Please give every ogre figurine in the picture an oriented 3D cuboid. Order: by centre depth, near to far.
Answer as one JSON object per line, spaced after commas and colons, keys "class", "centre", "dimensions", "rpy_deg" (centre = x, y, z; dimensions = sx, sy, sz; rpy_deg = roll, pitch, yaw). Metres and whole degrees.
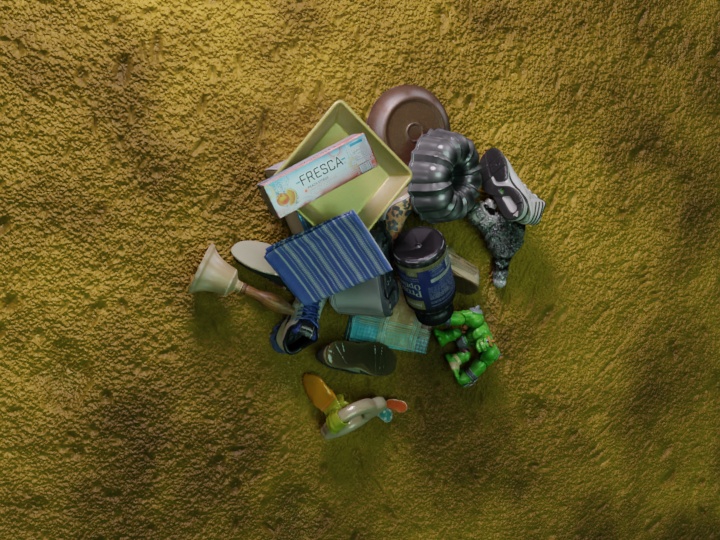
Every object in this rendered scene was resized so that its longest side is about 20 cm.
{"class": "ogre figurine", "centre": [0.238, 0.159, 1.505], "dimensions": [0.119, 0.098, 0.202], "rpy_deg": [-27, 92, 3]}

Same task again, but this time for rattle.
{"class": "rattle", "centre": [-0.013, 0.277, 1.462], "dimensions": [0.198, 0.143, 0.131], "rpy_deg": [-18, 137, -32]}

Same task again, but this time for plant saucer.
{"class": "plant saucer", "centre": [-0.037, -0.167, 1.219], "dimensions": [0.200, 0.048, 0.200], "rpy_deg": [42, 85, -20]}
{"class": "plant saucer", "centre": [0.109, -0.290, 1.417], "dimensions": [0.198, 0.037, 0.203], "rpy_deg": [-3, 98, -19]}

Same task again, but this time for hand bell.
{"class": "hand bell", "centre": [-0.218, 0.038, 1.291], "dimensions": [0.198, 0.104, 0.105], "rpy_deg": [26, 89, -10]}

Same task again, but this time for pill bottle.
{"class": "pill bottle", "centre": [0.137, 0.017, 1.387], "dimensions": [0.111, 0.112, 0.201], "rpy_deg": [-31, 132, -13]}

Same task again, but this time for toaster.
{"class": "toaster", "centre": [0.000, 0.000, 1.350], "dimensions": [0.128, 0.114, 0.202], "rpy_deg": [-3, 113, 16]}

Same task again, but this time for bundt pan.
{"class": "bundt pan", "centre": [0.187, -0.194, 1.395], "dimensions": [0.201, 0.075, 0.205], "rpy_deg": [-11, 105, -47]}

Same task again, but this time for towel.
{"class": "towel", "centre": [-0.061, -0.017, 1.218], "dimensions": [0.198, 0.024, 0.145], "rpy_deg": [-23, 120, 24]}
{"class": "towel", "centre": [0.074, 0.099, 1.470], "dimensions": [0.198, 0.022, 0.148], "rpy_deg": [13, 94, -21]}

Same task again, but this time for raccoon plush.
{"class": "raccoon plush", "centre": [0.283, -0.062, 1.489], "dimensions": [0.132, 0.097, 0.203], "rpy_deg": [6, 97, -13]}

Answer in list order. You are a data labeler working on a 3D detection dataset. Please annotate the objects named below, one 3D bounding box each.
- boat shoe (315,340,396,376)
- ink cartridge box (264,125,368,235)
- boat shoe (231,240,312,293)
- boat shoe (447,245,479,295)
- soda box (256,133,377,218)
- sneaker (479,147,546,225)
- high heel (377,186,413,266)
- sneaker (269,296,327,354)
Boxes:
{"class": "boat shoe", "centre": [-0.008, 0.184, 1.431], "dimensions": [0.199, 0.066, 0.073], "rpy_deg": [14, 78, -41]}
{"class": "ink cartridge box", "centre": [-0.059, -0.171, 1.314], "dimensions": [0.198, 0.144, 0.149], "rpy_deg": [-27, 105, -14]}
{"class": "boat shoe", "centre": [-0.162, 0.000, 1.316], "dimensions": [0.199, 0.064, 0.074], "rpy_deg": [19, 47, 10]}
{"class": "boat shoe", "centre": [0.178, -0.019, 1.473], "dimensions": [0.199, 0.071, 0.065], "rpy_deg": [32, 52, -20]}
{"class": "soda box", "centre": [-0.073, -0.163, 1.145], "dimensions": [0.199, 0.068, 0.064], "rpy_deg": [-29, 106, -13]}
{"class": "sneaker", "centre": [0.332, -0.173, 1.466], "dimensions": [0.115, 0.202, 0.076], "rpy_deg": [18, 133, -40]}
{"class": "high heel", "centre": [0.087, -0.087, 1.425], "dimensions": [0.199, 0.071, 0.143], "rpy_deg": [-34, 113, -8]}
{"class": "sneaker", "centre": [-0.105, 0.090, 1.353], "dimensions": [0.080, 0.115, 0.201], "rpy_deg": [28, 87, -22]}
